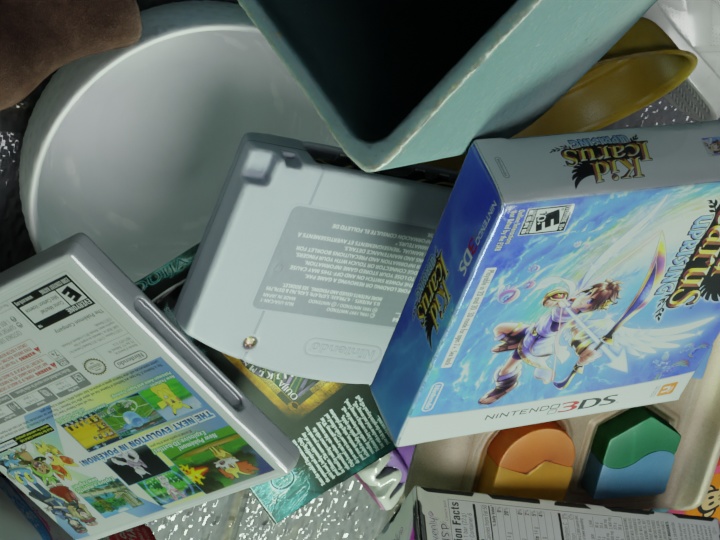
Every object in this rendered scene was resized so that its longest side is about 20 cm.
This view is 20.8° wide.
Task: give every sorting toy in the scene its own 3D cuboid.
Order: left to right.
[{"bbox_3d":[0.138,0.070,1.151,0.200,0.036,0.185,2,117,-22],"label":"sorting toy"}]

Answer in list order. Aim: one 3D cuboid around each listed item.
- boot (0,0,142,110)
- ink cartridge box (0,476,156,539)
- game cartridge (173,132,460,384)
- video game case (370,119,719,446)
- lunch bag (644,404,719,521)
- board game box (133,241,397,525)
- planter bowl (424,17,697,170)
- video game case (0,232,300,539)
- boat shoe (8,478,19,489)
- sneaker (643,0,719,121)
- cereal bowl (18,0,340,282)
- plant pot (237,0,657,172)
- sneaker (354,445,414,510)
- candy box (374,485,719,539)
[{"bbox_3d":[-0.224,-0.165,0.987,0.166,0.200,0.072,-31,173,-35],"label":"boot"},{"bbox_3d":[-0.241,0.211,1.250,0.200,0.083,0.146,26,110,-35],"label":"ink cartridge box"},{"bbox_3d":[0.000,0.000,1.096,0.200,0.040,0.134,10,113,-31],"label":"game cartridge"},{"bbox_3d":[0.117,0.007,1.012,0.181,0.045,0.200,-8,144,-24],"label":"video game case"},{"bbox_3d":[0.153,0.115,1.254,0.176,0.082,0.200,-18,123,-12],"label":"lunch bag"},{"bbox_3d":[-0.041,0.051,1.152,0.135,0.028,0.200,-32,130,-2],"label":"board game box"},{"bbox_3d":[0.086,-0.123,1.133,0.200,0.084,0.200,-18,171,-3],"label":"planter bowl"},{"bbox_3d":[-0.160,0.074,1.126,0.200,0.022,0.182,-23,118,41],"label":"video game case"},{"bbox_3d":[-0.144,0.075,1.211,0.200,0.063,0.071,-41,131,9],"label":"boat shoe"},{"bbox_3d":[0.184,-0.196,1.168,0.116,0.074,0.200,-50,121,-9],"label":"sneaker"},{"bbox_3d":[-0.100,-0.068,1.116,0.200,0.083,0.200,-11,127,-15],"label":"cereal bowl"},{"bbox_3d":[0.065,-0.177,0.943,0.196,0.196,0.200,-45,158,25],"label":"plant pot"},{"bbox_3d":[0.007,0.065,1.266,0.088,0.081,0.200,-34,135,-7],"label":"sneaker"},{"bbox_3d":[0.102,0.195,1.175,0.200,0.061,0.136,8,143,-18],"label":"candy box"}]
